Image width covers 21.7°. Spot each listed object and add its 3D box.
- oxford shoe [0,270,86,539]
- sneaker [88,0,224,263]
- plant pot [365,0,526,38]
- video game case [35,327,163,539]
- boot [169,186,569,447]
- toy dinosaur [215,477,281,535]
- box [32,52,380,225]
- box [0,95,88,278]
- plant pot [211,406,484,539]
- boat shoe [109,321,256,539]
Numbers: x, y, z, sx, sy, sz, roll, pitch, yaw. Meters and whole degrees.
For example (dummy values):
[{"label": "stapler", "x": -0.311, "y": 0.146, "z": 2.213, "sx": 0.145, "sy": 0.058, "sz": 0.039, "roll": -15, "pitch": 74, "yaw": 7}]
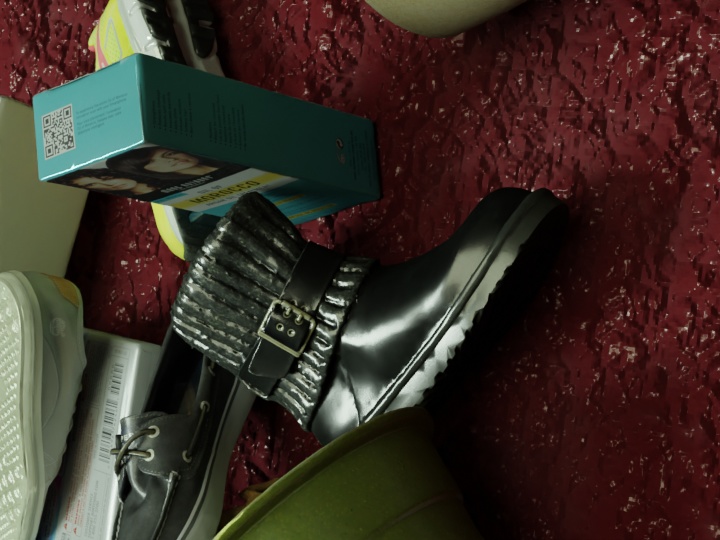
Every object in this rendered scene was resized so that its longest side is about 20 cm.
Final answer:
[{"label": "oxford shoe", "x": -0.199, "y": 0.088, "z": 1.146, "sx": 0.075, "sy": 0.057, "sz": 0.202, "roll": 33, "pitch": 125, "yaw": 38}, {"label": "sneaker", "x": -0.123, "y": -0.088, "z": 1.165, "sx": 0.090, "sy": 0.078, "sz": 0.202, "roll": -34, "pitch": 59, "yaw": 39}, {"label": "plant pot", "x": 0.074, "y": -0.220, "z": 0.969, "sx": 0.200, "sy": 0.186, "sz": 0.188, "roll": -46, "pitch": 58, "yaw": 41}, {"label": "video game case", "x": -0.189, "y": 0.136, "z": 1.185, "sx": 0.181, "sy": 0.024, "sz": 0.202, "roll": 7, "pitch": 89, "yaw": 55}, {"label": "boot", "x": -0.001, "y": 0.001, "z": 1.017, "sx": 0.158, "sy": 0.079, "sz": 0.212, "roll": 43, "pitch": 112, "yaw": 13}, {"label": "toy dinosaur", "x": -0.090, "y": 0.162, "z": 1.064, "sx": 0.199, "sy": 0.061, "sz": 0.106, "roll": -35, "pitch": 14, "yaw": -7}, {"label": "box", "x": -0.080, "y": -0.067, "z": 1.040, "sx": 0.082, "sy": 0.199, "sz": 0.050, "roll": -16, "pitch": 74, "yaw": 36}, {"label": "box", "x": -0.238, "y": -0.005, "z": 1.207, "sx": 0.068, "sy": 0.082, "sz": 0.202, "roll": 3, "pitch": 74, "yaw": 55}, {"label": "plant pot", "x": 0.020, "y": 0.208, "z": 0.953, "sx": 0.190, "sy": 0.200, "sz": 0.200, "roll": 49, "pitch": 114, "yaw": 18}, {"label": "boat shoe", "x": -0.109, "y": 0.099, "z": 1.064, "sx": 0.070, "sy": 0.066, "sz": 0.201, "roll": -20, "pitch": 37, "yaw": 41}]
